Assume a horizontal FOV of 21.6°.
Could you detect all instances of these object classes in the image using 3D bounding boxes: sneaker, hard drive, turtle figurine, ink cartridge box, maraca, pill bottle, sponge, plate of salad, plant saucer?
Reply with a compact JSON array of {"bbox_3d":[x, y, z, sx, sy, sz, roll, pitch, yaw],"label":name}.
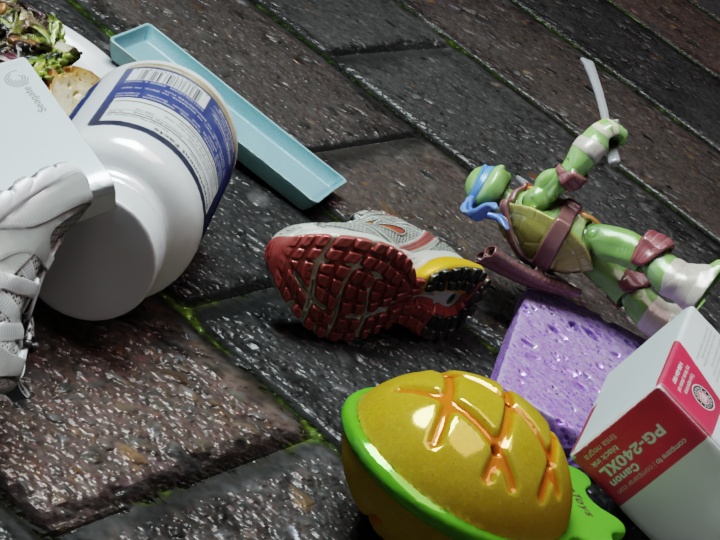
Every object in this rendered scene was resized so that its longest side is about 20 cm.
[{"bbox_3d":[0.000,0.000,1.286,0.082,0.078,0.200,42,17,33],"label":"sneaker"},{"bbox_3d":[-0.252,-0.049,1.034,0.200,0.027,0.132,-19,47,-23],"label":"hard drive"},{"bbox_3d":[0.188,-0.045,1.417,0.194,0.144,0.200,38,28,11],"label":"turtle figurine"},{"bbox_3d":[0.242,0.140,1.208,0.200,0.083,0.145,46,25,-2],"label":"ink cartridge box"},{"bbox_3d":[0.072,0.119,1.085,0.200,0.107,0.137,18,28,-37],"label":"maraca"},{"bbox_3d":[-0.145,-0.048,1.161,0.111,0.111,0.200,27,25,-5],"label":"pill bottle"},{"bbox_3d":[0.151,0.077,1.345,0.111,0.030,0.200,29,24,0],"label":"sponge"},{"bbox_3d":[-0.243,-0.159,1.342,0.200,0.048,0.200,24,26,-12],"label":"plate of salad"},{"bbox_3d":[-0.102,-0.115,1.428,0.200,0.019,0.070,39,25,5],"label":"plant saucer"},{"bbox_3d":[-0.193,0.030,0.946,0.082,0.075,0.200,41,63,-10],"label":"sneaker"}]

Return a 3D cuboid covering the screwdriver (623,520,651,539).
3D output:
[{"bbox_3d":[0.207,0.156,1.266,0.028,0.029,0.200,34,21,11],"label":"screwdriver"}]
